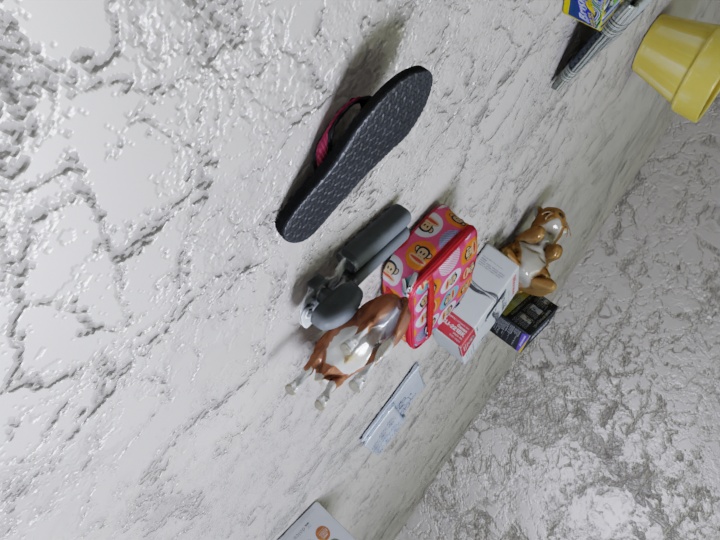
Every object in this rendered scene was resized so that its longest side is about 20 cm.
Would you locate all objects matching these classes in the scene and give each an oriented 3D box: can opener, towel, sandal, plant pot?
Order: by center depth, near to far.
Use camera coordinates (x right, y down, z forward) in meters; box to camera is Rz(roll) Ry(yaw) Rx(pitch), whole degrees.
[{"bbox_3d":[-0.014,-0.112,0.582,0.200,0.045,0.075,-46,155,15],"label":"sandal"},{"bbox_3d":[0.000,0.000,0.737,0.200,0.065,0.053,-47,157,-34],"label":"can opener"},{"bbox_3d":[0.401,-0.379,1.000,0.200,0.035,0.193,-44,176,-30],"label":"towel"},{"bbox_3d":[0.719,-0.466,1.426,0.201,0.187,0.203,-44,157,-25],"label":"plant pot"}]

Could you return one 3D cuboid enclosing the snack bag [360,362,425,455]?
[{"bbox_3d":[0.078,0.305,1.387,0.202,0.021,0.189,-52,158,-11],"label":"snack bag"}]

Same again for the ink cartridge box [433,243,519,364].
[{"bbox_3d":[0.233,0.070,1.295,0.202,0.083,0.145,-53,158,-9],"label":"ink cartridge box"}]

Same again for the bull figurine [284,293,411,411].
[{"bbox_3d":[-0.017,0.096,0.736,0.200,0.065,0.122,-46,-177,42],"label":"bull figurine"}]

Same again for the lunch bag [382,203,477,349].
[{"bbox_3d":[0.091,0.021,0.940,0.176,0.081,0.202,-43,154,-19],"label":"lunch bag"}]

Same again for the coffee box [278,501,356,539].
[{"bbox_3d":[-0.094,0.625,1.236,0.198,0.196,0.204,-34,150,-41],"label":"coffee box"}]

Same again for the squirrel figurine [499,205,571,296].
[{"bbox_3d":[0.380,-0.047,1.422,0.190,0.139,0.201,-59,175,-19],"label":"squirrel figurine"}]

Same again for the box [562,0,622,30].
[{"bbox_3d":[0.358,-0.434,0.872,0.202,0.064,0.070,-52,159,-8],"label":"box"}]

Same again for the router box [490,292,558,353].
[{"bbox_3d":[0.346,0.087,1.462,0.198,0.156,0.053,-24,144,-51],"label":"router box"}]
